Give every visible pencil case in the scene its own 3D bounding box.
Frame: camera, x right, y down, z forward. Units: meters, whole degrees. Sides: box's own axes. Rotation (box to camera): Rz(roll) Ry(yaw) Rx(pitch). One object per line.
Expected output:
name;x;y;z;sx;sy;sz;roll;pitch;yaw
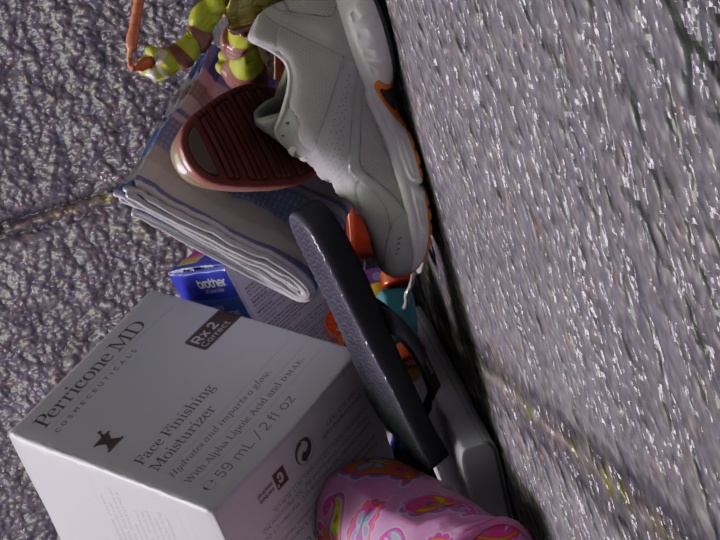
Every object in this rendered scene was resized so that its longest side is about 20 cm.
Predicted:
pencil case;0.043;0.176;1.301;0.200;0.087;0.088;19;127;64

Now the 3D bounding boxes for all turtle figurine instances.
turtle figurine;-0.063;-0.180;1.291;0.064;0.201;0.161;29;170;18

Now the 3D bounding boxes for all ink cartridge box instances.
ink cartridge box;-0.051;0.021;1.543;0.076;0.136;0.201;-4;118;46

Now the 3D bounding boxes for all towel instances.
towel;-0.071;-0.070;1.396;0.024;0.146;0.200;-57;6;37

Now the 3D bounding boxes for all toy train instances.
toy train;0.000;0.000;1.450;0.200;0.055;0.151;-127;33;-72

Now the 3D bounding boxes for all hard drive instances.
hard drive;0.068;0.126;1.425;0.200;0.026;0.132;-116;11;-63

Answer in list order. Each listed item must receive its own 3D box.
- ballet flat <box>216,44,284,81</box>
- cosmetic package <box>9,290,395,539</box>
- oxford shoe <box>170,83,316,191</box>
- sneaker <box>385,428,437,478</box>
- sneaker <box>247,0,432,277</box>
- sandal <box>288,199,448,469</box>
ballet flat;-0.076;-0.176;1.536;0.068;0.072;0.201;30;126;57
cosmetic package;-0.101;0.143;1.439;0.199;0.165;0.166;15;138;36
oxford shoe;-0.064;-0.079;1.336;0.200;0.075;0.071;-18;-96;-54
sneaker;0.041;0.147;1.666;0.200;0.075;0.088;-111;28;-54
sneaker;-0.016;-0.083;1.286;0.076;0.092;0.201;-121;14;-68
sandal;0.017;0.042;1.317;0.076;0.043;0.201;34;151;63
